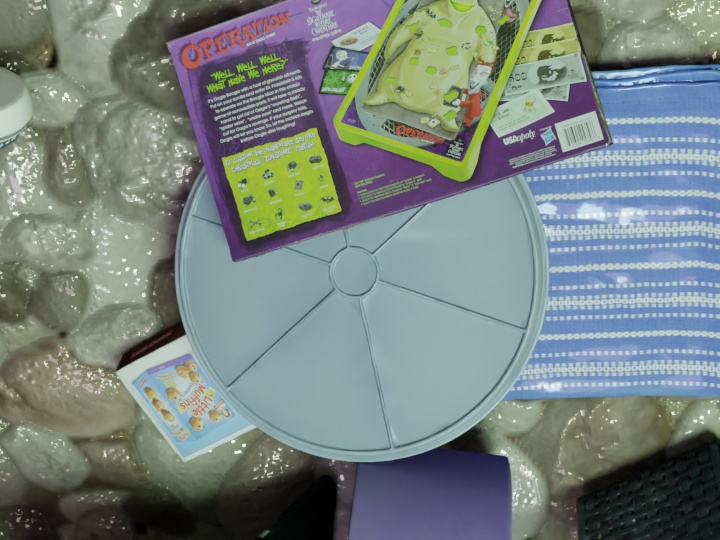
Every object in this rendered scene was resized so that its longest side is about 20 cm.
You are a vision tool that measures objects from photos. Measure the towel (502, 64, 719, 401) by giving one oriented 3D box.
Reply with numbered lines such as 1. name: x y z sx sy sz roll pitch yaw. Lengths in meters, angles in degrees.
1. towel: 0.137 -0.015 0.834 0.145 0.024 0.200 -2 118 7

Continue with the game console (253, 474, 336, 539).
1. game console: -0.103 0.229 0.913 0.176 0.116 0.200 1 116 -6

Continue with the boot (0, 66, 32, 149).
1. boot: -0.261 -0.056 0.826 0.200 0.073 0.090 0 125 14

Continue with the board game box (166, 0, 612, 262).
1. board game box: 0.013 -0.089 0.777 0.200 0.032 0.120 -16 93 13

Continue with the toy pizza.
1. toy pizza: 0.000 0.000 0.817 0.200 0.032 0.200 1 95 12

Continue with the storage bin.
1. storage bin: 0.191 0.204 0.844 0.094 0.200 0.135 -26 113 17

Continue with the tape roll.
1. tape roll: 0.030 0.197 0.855 0.085 0.200 0.200 6 118 2

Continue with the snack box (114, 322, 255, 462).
1. snack box: -0.037 0.037 0.875 0.200 0.024 0.072 -27 112 17
